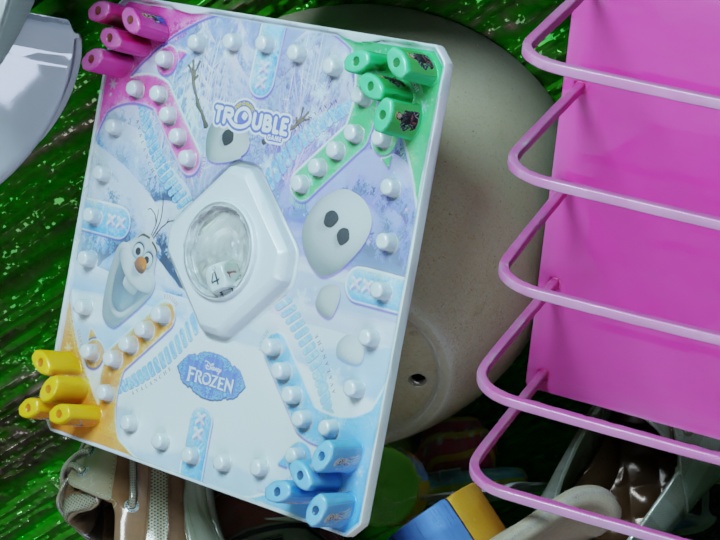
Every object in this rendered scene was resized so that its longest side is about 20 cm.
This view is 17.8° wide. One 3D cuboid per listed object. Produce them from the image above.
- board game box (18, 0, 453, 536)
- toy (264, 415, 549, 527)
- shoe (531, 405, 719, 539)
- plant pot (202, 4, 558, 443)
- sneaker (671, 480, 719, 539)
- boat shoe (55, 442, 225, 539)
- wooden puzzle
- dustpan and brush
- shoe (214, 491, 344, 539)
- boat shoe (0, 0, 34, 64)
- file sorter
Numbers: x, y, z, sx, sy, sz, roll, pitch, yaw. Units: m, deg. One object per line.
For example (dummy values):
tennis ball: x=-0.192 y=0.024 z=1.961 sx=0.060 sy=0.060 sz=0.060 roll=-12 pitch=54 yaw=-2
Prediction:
board game box: x=-0.060 y=-0.009 z=0.978 sx=0.199 sy=0.026 sz=0.202 roll=14 pitch=96 yaw=41
toy: x=0.031 y=0.097 z=1.127 sx=0.114 sy=0.200 sz=0.048 roll=-9 pitch=86 yaw=13
shoe: x=0.133 y=0.095 z=1.098 sx=0.070 sy=0.053 sz=0.201 roll=33 pitch=92 yaw=11
plant pot: x=0.000 y=0.000 z=1.044 sx=0.198 sy=0.135 sz=0.201 roll=3 pitch=129 yaw=4
sneaker: x=0.185 y=0.139 z=1.191 sx=0.198 sy=0.079 sz=0.090 roll=8 pitch=160 yaw=-10
boat shoe: x=-0.108 y=0.101 z=1.097 sx=0.071 sy=0.201 sz=0.076 roll=-4 pitch=148 yaw=-15
wooden puzzle: x=-0.003 y=0.153 z=1.004 sx=0.199 sy=0.047 sz=0.185 roll=-24 pitch=167 yaw=-26
dustpan and brush: x=-0.210 y=-0.056 z=1.082 sx=0.138 sy=0.057 sz=0.201 roll=11 pitch=123 yaw=-8
shoe: x=-0.039 y=0.137 z=1.207 sx=0.071 sy=0.092 sz=0.200 roll=-19 pitch=156 yaw=5
boat shoe: x=-0.150 y=-0.171 z=0.951 sx=0.060 sy=0.074 sz=0.201 roll=19 pitch=119 yaw=-2
file sorter: x=0.126 y=-0.003 z=0.933 sx=0.138 sy=0.125 sz=0.202 roll=14 pitch=117 yaw=19
